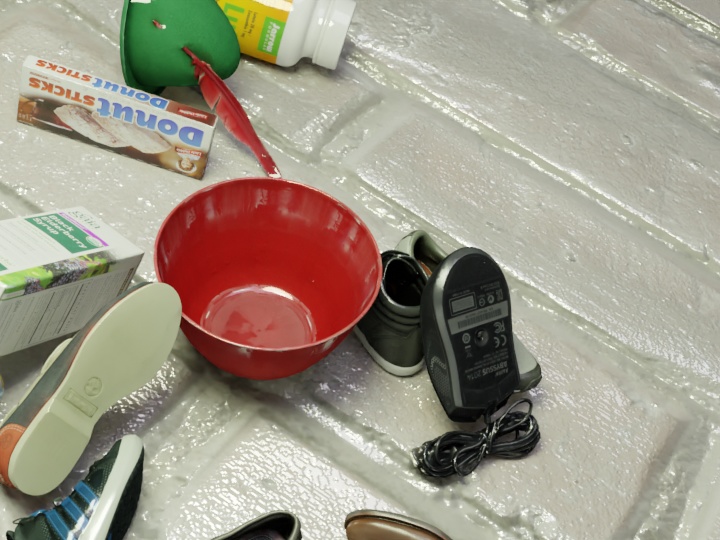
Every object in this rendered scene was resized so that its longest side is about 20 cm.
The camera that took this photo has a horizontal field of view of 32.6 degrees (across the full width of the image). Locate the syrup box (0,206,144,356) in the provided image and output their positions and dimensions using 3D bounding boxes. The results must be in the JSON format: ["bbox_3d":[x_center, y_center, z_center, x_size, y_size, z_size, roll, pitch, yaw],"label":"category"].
[{"bbox_3d":[-0.274,0.007,1.023,0.079,0.082,0.200,35,21,13],"label":"syrup box"}]

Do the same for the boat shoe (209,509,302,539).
[{"bbox_3d":[-0.126,0.237,0.923,0.200,0.057,0.067,-25,60,-38],"label":"boat shoe"}]

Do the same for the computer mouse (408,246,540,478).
[{"bbox_3d":[0.091,0.078,1.111,0.138,0.201,0.053,-10,7,-33],"label":"computer mouse"}]

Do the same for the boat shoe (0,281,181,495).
[{"bbox_3d":[-0.221,0.087,0.982,0.062,0.071,0.200,11,60,51],"label":"boat shoe"}]

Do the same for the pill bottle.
[{"bbox_3d":[-0.111,-0.302,1.425,0.199,0.111,0.111,18,43,-3],"label":"pill bottle"}]

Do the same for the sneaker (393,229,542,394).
[{"bbox_3d":[0.097,0.042,1.189,0.200,0.079,0.074,44,46,20],"label":"sneaker"}]

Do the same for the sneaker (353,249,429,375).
[{"bbox_3d":[0.000,0.000,1.177,0.071,0.099,0.200,-26,60,-37],"label":"sneaker"}]

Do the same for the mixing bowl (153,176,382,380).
[{"bbox_3d":[-0.087,0.023,1.106,0.200,0.109,0.200,6,49,-7],"label":"mixing bowl"}]

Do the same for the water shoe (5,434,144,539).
[{"bbox_3d":[-0.222,0.193,0.920,0.079,0.072,0.200,15,41,4],"label":"water shoe"}]

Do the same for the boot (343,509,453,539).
[{"bbox_3d":[0.032,0.296,0.929,0.186,0.064,0.200,27,48,9],"label":"boot"}]

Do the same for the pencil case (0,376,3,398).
[{"bbox_3d":[-0.380,0.062,0.980,0.200,0.083,0.091,34,38,13],"label":"pencil case"}]

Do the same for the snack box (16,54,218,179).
[{"bbox_3d":[-0.248,-0.155,1.254,0.199,0.072,0.024,18,41,-4],"label":"snack box"}]

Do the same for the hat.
[{"bbox_3d":[-0.137,-0.232,1.292,0.176,0.200,0.166,16,51,13],"label":"hat"}]
